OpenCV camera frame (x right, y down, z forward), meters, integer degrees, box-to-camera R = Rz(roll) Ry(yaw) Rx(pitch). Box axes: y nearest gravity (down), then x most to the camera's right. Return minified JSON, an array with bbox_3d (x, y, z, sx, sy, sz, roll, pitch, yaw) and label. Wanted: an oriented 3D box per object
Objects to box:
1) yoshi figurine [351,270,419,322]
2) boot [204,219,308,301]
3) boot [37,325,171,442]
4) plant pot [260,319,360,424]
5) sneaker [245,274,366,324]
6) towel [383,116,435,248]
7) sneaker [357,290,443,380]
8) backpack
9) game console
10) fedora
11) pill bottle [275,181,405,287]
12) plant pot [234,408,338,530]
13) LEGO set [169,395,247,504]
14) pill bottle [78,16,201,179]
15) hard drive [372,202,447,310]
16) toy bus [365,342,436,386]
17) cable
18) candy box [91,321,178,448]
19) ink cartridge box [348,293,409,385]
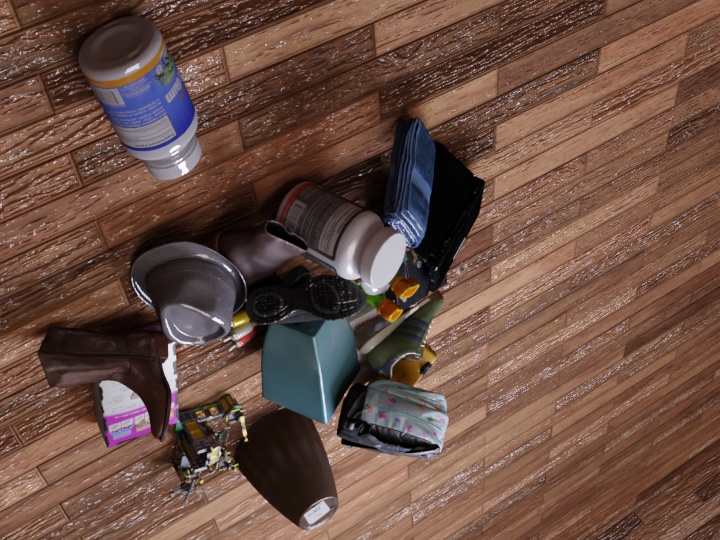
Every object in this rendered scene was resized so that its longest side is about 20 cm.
[{"bbox_3d":[0.008,-0.005,1.607,0.112,0.199,0.113,-42,162,-27],"label":"yoshi figurine"},{"bbox_3d":[-0.147,-0.009,1.488,0.164,0.074,0.199,-15,147,34],"label":"boot"},{"bbox_3d":[-0.393,0.174,1.401,0.196,0.189,0.064,3,149,-25],"label":"boot"},{"bbox_3d":[-0.095,0.138,1.636,0.142,0.139,0.202,-55,154,-38],"label":"plant pot"},{"bbox_3d":[-0.087,0.051,1.513,0.196,0.078,0.091,-2,172,6],"label":"sneaker"},{"bbox_3d":[0.088,-0.149,1.532,0.048,0.203,0.112,-6,149,27],"label":"towel"},{"bbox_3d":[0.094,0.127,1.712,0.199,0.091,0.067,-34,175,-22],"label":"sneaker"},{"bbox_3d":[0.064,0.275,1.686,0.196,0.129,0.167,14,163,-3],"label":"backpack"},{"bbox_3d":[0.135,-0.095,1.665,0.202,0.115,0.177,-58,166,-21],"label":"game console"},{"bbox_3d":[-0.268,0.052,1.438,0.174,0.092,0.201,-15,144,11],"label":"fedora"},{"bbox_3d":[-0.032,-0.056,1.481,0.116,0.198,0.117,-40,146,-36],"label":"pill bottle"},{"bbox_3d":[-0.132,0.419,1.861,0.184,0.200,0.189,-22,138,-22],"label":"plant pot"},{"bbox_3d":[-0.279,0.348,1.733,0.152,0.116,0.202,-3,128,-38],"label":"LEGO set"},{"bbox_3d":[-0.280,-0.219,1.204,0.111,0.112,0.201,-33,141,-11],"label":"pill bottle"},{"bbox_3d":[0.092,-0.043,1.679,0.139,0.037,0.203,-30,121,-35],"label":"hard drive"},{"bbox_3d":[0.066,0.216,1.793,0.065,0.078,0.201,36,103,-6],"label":"toy bus"},{"bbox_3d":[-0.164,0.076,1.631,0.198,0.050,0.098,-29,142,-17],"label":"cable"},{"bbox_3d":[-0.381,0.193,1.546,0.134,0.061,0.203,-17,136,-27],"label":"candy box"},{"bbox_3d":[0.019,0.115,1.797,0.144,0.084,0.202,-26,139,-20],"label":"ink cartridge box"}]
